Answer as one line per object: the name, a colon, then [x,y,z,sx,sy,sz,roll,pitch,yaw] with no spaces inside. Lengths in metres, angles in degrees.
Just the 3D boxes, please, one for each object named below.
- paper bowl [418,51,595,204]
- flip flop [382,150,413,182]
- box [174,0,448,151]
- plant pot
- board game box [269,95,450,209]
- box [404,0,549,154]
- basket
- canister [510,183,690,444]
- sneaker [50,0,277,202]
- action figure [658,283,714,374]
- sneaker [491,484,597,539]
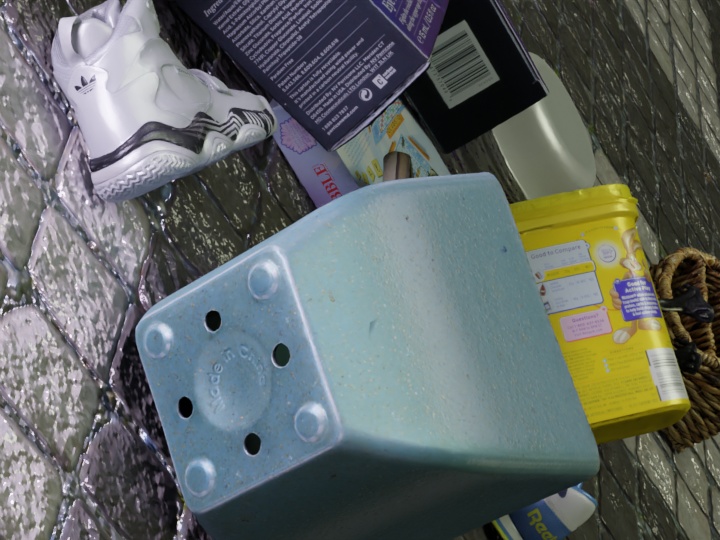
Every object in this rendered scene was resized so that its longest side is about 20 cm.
paper bowl: [0.142,-0.117,1.860,0.201,0.104,0.202,51,23,-32]
flip flop: [0.000,0.000,1.442,0.081,0.057,0.201,90,10,-58]
box: [-0.044,-0.209,1.438,0.200,0.104,0.148,43,27,-15]
plant pot: [-0.017,0.063,1.183,0.199,0.195,0.198,4,62,-55]
board game box: [0.011,-0.079,1.590,0.200,0.041,0.200,59,22,-15]
box: [0.060,-0.221,1.712,0.148,0.104,0.201,54,11,-37]
basket: [0.358,0.060,2.119,0.143,0.148,0.201,54,24,-26]
canister: [0.184,0.042,1.729,0.087,0.147,0.202,107,-29,-69]
sneaker: [-0.121,-0.116,1.267,0.116,0.075,0.200,66,24,-4]
action figure: [0.215,0.059,1.847,0.198,0.102,0.120,0,93,-26]
sneaker: [0.138,0.132,1.606,0.074,0.082,0.201,43,28,-41]
